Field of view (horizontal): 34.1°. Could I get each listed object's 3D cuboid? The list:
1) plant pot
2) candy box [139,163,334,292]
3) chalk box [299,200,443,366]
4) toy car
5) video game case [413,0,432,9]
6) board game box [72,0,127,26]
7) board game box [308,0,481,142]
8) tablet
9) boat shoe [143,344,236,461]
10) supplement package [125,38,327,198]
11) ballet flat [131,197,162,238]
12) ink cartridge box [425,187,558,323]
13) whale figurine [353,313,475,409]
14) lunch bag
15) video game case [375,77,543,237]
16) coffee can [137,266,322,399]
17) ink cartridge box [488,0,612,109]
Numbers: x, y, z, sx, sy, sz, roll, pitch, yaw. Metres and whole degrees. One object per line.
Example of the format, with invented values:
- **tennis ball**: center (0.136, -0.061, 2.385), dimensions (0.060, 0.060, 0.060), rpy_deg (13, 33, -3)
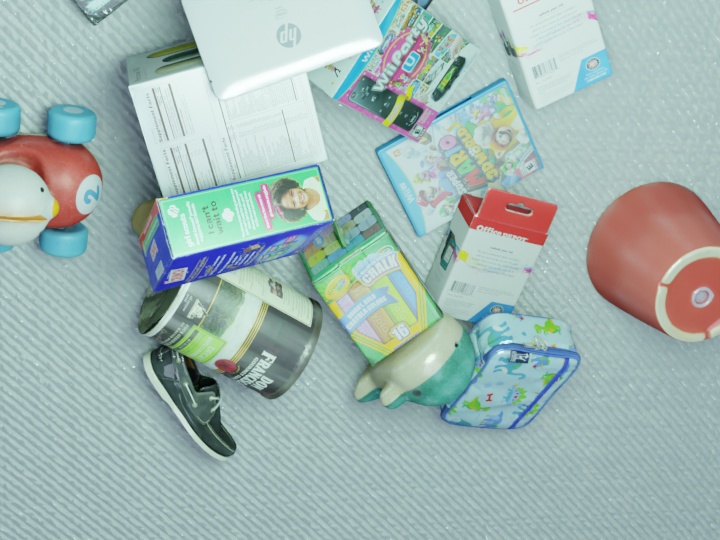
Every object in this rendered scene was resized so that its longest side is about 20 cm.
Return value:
- **plant pot**: center (0.441, -0.001, 1.648), dimensions (0.198, 0.178, 0.203), rpy_deg (-5, 115, -11)
- **candy box**: center (-0.151, -0.049, 1.386), dimensions (0.198, 0.169, 0.078), rpy_deg (-16, 82, -21)
- **chalk box**: center (0.000, 0.000, 1.571), dimensions (0.123, 0.125, 0.201), rpy_deg (-34, 115, 3)
- **toy car**: center (-0.395, -0.085, 1.395), dimensions (0.175, 0.200, 0.186), rpy_deg (4, 113, -15)
- **video game case**: center (0.025, -0.357, 1.412), dimensions (0.181, 0.025, 0.199), rpy_deg (-55, 146, 7)
- **board game box**: center (-0.278, -0.401, 1.379), dimensions (0.199, 0.028, 0.136), rpy_deg (-36, 117, 3)
- **board game box**: center (0.042, -0.257, 1.451), dimensions (0.199, 0.064, 0.148), rpy_deg (18, 110, -53)
- **tablet**: center (-0.087, -0.279, 1.305), dimensions (0.198, 0.014, 0.131), rpy_deg (-20, 84, -6)
- **boat shoe**: center (-0.222, 0.183, 1.627), dimensions (0.067, 0.072, 0.201), rpy_deg (-28, 115, 5)
- **supplement package**: center (-0.161, -0.194, 1.396), dimensions (0.198, 0.152, 0.152), rpy_deg (-17, 115, -6)
- **ballet flat**: center (-0.193, -0.079, 1.490), dimensions (0.198, 0.063, 0.069), rpy_deg (-23, 120, -3)
- **ink cartridge box**: center (0.178, -0.029, 1.619), dimensions (0.115, 0.067, 0.201), rpy_deg (12, 117, -20)
- **whale figurine**: center (0.077, 0.141, 1.619), dimensions (0.104, 0.160, 0.199), rpy_deg (45, 137, -13)
- **lunch bag**: center (0.210, 0.147, 1.671), dimensions (0.159, 0.083, 0.201), rpy_deg (9, 138, -25)
- **video game case**: center (0.136, -0.152, 1.596), dimensions (0.199, 0.018, 0.144), rpy_deg (-29, 117, 0)
- **coffee can**: center (-0.171, 0.061, 1.545), dimensions (0.199, 0.147, 0.147), rpy_deg (30, 104, -23)
- **ink cartridge box**: center (0.238, -0.327, 1.515), dimensions (0.114, 0.068, 0.201), rpy_deg (-24, 117, -2)
